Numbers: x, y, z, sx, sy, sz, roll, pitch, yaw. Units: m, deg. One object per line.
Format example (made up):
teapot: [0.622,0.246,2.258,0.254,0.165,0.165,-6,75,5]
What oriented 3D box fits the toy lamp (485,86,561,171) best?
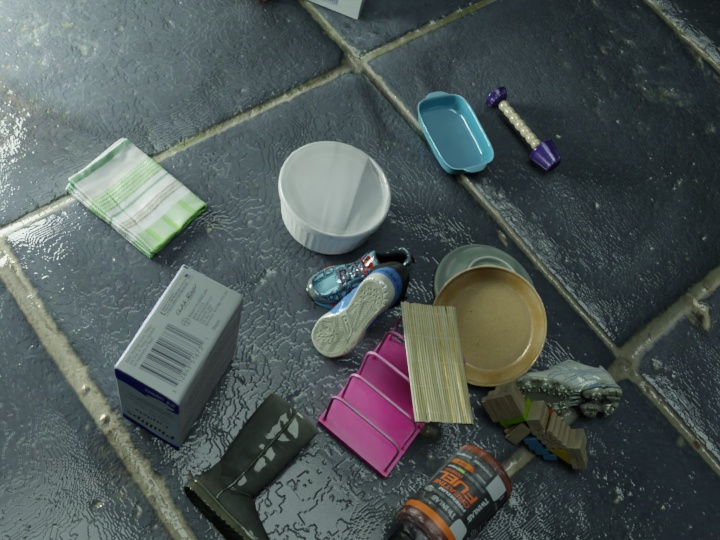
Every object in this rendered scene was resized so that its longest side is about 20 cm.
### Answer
toy lamp: [0.336,-0.288,1.619,0.058,0.058,0.201,-26,72,-26]

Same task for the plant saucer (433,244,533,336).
plant saucer: [0.230,0.032,1.418,0.197,0.050,0.203,7,60,-11]

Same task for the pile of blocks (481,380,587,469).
pile of blocks: [0.290,0.251,1.304,0.199,0.082,0.062,38,40,-2]

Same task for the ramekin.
ramekin: [-0.051,-0.120,1.405,0.199,0.095,0.205,6,59,-10]

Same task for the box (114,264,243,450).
box: [-0.260,0.129,1.149,0.104,0.201,0.185,26,58,3]

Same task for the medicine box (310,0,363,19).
medicine box: [-0.052,-0.671,1.708,0.180,0.103,0.202,20,59,-3]

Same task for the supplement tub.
supplement tub: [0.128,0.360,1.174,0.107,0.107,0.199,45,60,13]

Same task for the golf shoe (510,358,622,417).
golf shoe: [0.342,0.194,1.357,0.197,0.079,0.098,8,35,-9]

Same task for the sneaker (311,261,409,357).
sneaker: [0.007,0.060,1.282,0.077,0.200,0.111,46,37,8]

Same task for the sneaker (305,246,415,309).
sneaker: [0.000,0.000,1.349,0.197,0.096,0.080,-15,63,-22]

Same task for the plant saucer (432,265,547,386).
plant saucer: [0.216,0.094,1.343,0.197,0.035,0.204,-2,82,15]

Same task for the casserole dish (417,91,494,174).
casserole dish: [0.185,-0.268,1.581,0.120,0.039,0.202,-15,67,-22]

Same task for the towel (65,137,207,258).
towel: [-0.383,-0.131,1.363,0.199,0.031,0.149,37,60,8]

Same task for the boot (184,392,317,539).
boot: [-0.135,0.304,1.169,0.182,0.073,0.199,45,54,10]

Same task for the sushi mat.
sushi mat: [0.115,0.138,1.203,0.094,0.012,0.203,4,57,-15]

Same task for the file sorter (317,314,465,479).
file sorter: [0.054,0.188,1.240,0.138,0.126,0.200,37,59,9]
